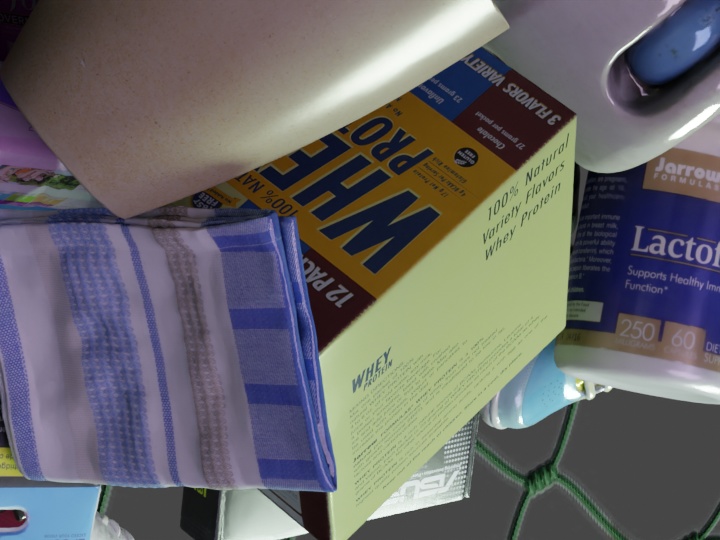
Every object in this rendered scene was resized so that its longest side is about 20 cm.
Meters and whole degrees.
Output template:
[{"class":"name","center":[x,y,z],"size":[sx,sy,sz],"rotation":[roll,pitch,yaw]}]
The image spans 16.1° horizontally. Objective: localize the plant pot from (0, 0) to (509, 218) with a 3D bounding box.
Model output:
[{"class":"plant pot","center":[-0.064,-0.122,1.199],"size":[0.200,0.187,0.187],"rotation":[-40,132,4]}]

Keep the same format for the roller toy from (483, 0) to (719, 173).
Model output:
[{"class":"roller toy","center":[0.158,-0.148,1.401],"size":[0.140,0.200,0.183],"rotation":[48,59,-11]}]

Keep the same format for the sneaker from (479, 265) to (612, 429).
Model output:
[{"class":"sneaker","center":[0.175,0.049,1.610],"size":[0.200,0.130,0.080],"rotation":[-40,139,-32]}]

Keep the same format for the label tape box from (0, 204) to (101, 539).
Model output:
[{"class":"label tape box","center":[-0.205,0.050,1.338],"size":[0.143,0.066,0.201],"rotation":[4,93,-41]}]

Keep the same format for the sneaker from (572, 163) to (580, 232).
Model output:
[{"class":"sneaker","center":[0.128,-0.107,1.559],"size":[0.082,0.071,0.200],"rotation":[-13,117,-32]}]

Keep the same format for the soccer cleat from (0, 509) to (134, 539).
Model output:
[{"class":"soccer cleat","center":[-0.168,0.160,1.462],"size":[0.086,0.070,0.201],"rotation":[-43,136,-33]}]

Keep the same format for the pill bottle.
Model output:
[{"class":"pill bottle","center":[0.188,-0.028,1.529],"size":[0.115,0.115,0.201],"rotation":[15,83,-42]}]

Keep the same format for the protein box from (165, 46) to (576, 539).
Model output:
[{"class":"protein box","center":[0.000,0.000,1.357],"size":[0.198,0.135,0.200],"rotation":[-42,154,-23]}]

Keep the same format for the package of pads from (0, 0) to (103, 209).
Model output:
[{"class":"package of pads","center":[-0.185,-0.098,1.279],"size":[0.199,0.076,0.121],"rotation":[5,68,-41]}]

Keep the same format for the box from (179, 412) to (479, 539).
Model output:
[{"class":"box","center":[-0.010,0.061,1.546],"size":[0.199,0.047,0.194],"rotation":[-8,112,-36]}]

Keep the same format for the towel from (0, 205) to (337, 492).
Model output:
[{"class":"towel","center":[-0.106,0.039,1.254],"size":[0.024,0.199,0.148],"rotation":[-28,113,-53]}]
